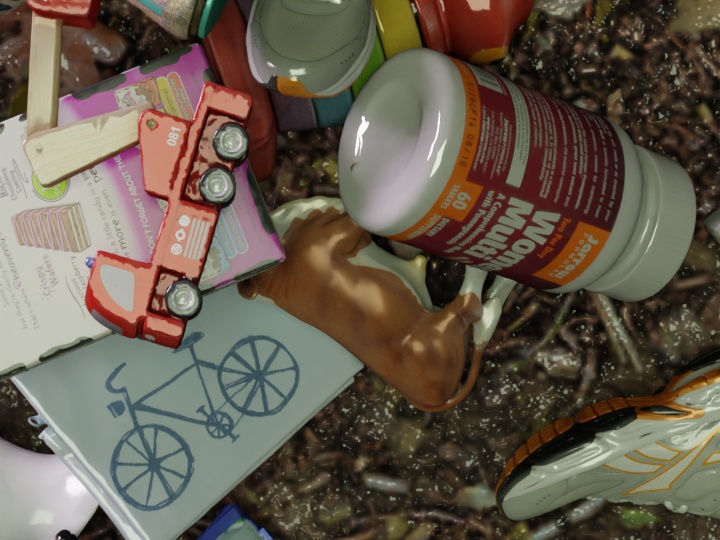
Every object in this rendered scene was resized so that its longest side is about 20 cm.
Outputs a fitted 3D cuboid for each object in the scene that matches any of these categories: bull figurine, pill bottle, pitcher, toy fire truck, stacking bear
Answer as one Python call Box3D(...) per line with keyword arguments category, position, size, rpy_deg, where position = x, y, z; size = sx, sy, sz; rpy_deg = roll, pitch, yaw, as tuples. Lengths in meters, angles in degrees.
Box3D(category="bull figurine", position=(0.000, 0.000, 1.505), size=(0.200, 0.065, 0.122), rpy_deg=(37, 102, -14))
Box3D(category="pill bottle", position=(0.094, -0.050, 1.441), size=(0.199, 0.109, 0.110), rpy_deg=(18, 98, -33))
Box3D(category="pitcher", position=(-0.268, 0.161, 1.529), size=(0.199, 0.121, 0.173), rpy_deg=(10, 112, -9))
Box3D(category="toy fire truck", position=(-0.134, -0.070, 1.378), size=(0.140, 0.049, 0.201), rpy_deg=(17, 86, -2))
Box3D(category="stacking bear", position=(0.009, -0.145, 1.479), size=(0.199, 0.121, 0.114), rpy_deg=(-19, 78, -4))

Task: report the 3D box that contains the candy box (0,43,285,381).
Box3D(category="candy box", position=(-0.159, -0.029, 1.429), size=(0.199, 0.061, 0.137), rpy_deg=(-22, 89, -5))

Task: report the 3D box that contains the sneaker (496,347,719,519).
Box3D(category="sneaker", position=(0.182, 0.121, 1.505), size=(0.199, 0.076, 0.092), rpy_deg=(-24, 100, 8))

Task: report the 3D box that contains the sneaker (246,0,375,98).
Box3D(category="sneaker", position=(-0.017, -0.189, 1.391), size=(0.075, 0.092, 0.201), rpy_deg=(11, 56, 9))

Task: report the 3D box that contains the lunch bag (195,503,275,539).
Box3D(category="lunch bag", position=(-0.092, 0.270, 1.523), size=(0.200, 0.127, 0.170), rpy_deg=(-43, 90, -6))

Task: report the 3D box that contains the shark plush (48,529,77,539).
Box3D(category="shark plush", position=(-0.233, 0.233, 1.478), size=(0.090, 0.084, 0.200), rpy_deg=(10, 133, -28))

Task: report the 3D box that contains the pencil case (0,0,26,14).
Box3D(category="pencil case", position=(-0.188, -0.197, 1.498), size=(0.199, 0.090, 0.078), rpy_deg=(-16, 60, 4))

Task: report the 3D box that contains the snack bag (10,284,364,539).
Box3D(category="snack bag", position=(-0.125, 0.044, 1.508), size=(0.188, 0.021, 0.200), rpy_deg=(-41, 91, -23))

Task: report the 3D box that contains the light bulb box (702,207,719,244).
Box3D(category="light bulb box", position=(0.341, -0.016, 1.461), size=(0.200, 0.125, 0.199), rpy_deg=(-39, 92, 6))

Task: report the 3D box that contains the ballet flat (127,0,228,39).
Box3D(category="ballet flat", position=(-0.081, -0.199, 1.388), size=(0.067, 0.200, 0.068), rpy_deg=(22, 126, 7))
